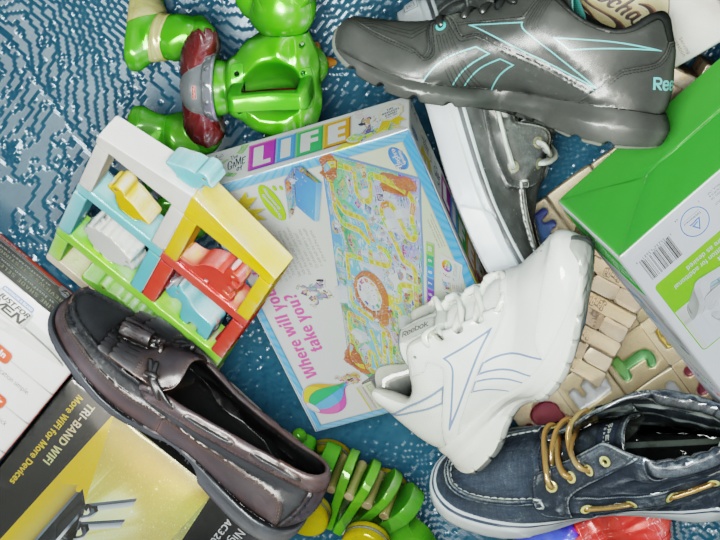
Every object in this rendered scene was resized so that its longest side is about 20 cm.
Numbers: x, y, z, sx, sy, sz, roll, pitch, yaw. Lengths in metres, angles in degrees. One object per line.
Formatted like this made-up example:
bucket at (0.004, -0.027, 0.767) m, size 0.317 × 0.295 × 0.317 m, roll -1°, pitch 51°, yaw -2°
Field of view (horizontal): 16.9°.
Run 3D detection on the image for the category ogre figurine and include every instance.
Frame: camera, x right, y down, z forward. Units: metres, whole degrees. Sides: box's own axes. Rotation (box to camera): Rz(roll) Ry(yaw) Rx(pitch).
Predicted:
ogre figurine at (-0.079, -0.109, 1.442) m, size 0.119 × 0.098 × 0.202 m, roll 2°, pitch 92°, yaw 15°

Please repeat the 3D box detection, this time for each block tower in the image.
block tower at (0.166, -0.034, 1.457) m, size 0.054 × 0.058 × 0.201 m, roll 27°, pitch 101°, yaw -2°

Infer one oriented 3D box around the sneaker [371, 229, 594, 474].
sneaker at (0.071, 0.043, 1.401) m, size 0.087 × 0.075 × 0.200 m, roll 26°, pitch 134°, yaw -9°

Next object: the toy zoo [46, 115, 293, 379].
toy zoo at (-0.113, -0.014, 1.426) m, size 0.131 × 0.200 × 0.020 m, roll 39°, pitch 60°, yaw 1°

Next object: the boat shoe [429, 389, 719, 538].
boat shoe at (0.133, 0.110, 1.457) m, size 0.199 × 0.091 × 0.071 m, roll -4°, pitch 61°, yaw 12°

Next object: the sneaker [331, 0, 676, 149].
sneaker at (0.083, -0.125, 1.371) m, size 0.199 × 0.075 × 0.080 m, roll 13°, pitch 103°, yaw 9°

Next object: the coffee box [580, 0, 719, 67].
coffee box at (0.123, -0.203, 1.412) m, size 0.113 × 0.080 × 0.201 m, roll -28°, pitch 100°, yaw 12°

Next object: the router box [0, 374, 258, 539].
router box at (-0.176, 0.182, 1.538) m, size 0.157 × 0.052 × 0.200 m, roll 38°, pitch 103°, yaw -5°

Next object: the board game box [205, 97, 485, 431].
board game box at (0.000, 0.000, 1.444) m, size 0.134 × 0.034 × 0.201 m, roll -15°, pitch 127°, yaw 13°

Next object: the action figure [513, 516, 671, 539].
action figure at (0.124, 0.176, 1.518) m, size 0.199 × 0.052 × 0.066 m, roll -29°, pitch 105°, yaw 5°

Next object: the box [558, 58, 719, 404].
box at (0.250, -0.030, 1.393) m, size 0.200 × 0.097 × 0.177 m, roll -42°, pitch 120°, yaw 1°

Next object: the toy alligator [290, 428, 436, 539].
toy alligator at (-0.029, 0.124, 1.501) m, size 0.199 × 0.059 × 0.054 m, roll 28°, pitch 133°, yaw -3°

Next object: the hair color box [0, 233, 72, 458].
hair color box at (-0.264, 0.079, 1.515) m, size 0.111 × 0.064 × 0.200 m, roll 40°, pitch 104°, yaw -6°

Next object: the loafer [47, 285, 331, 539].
loafer at (-0.097, 0.075, 1.449) m, size 0.200 × 0.072 × 0.063 m, roll 43°, pitch 129°, yaw 1°

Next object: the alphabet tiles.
alphabet tiles at (0.163, 0.020, 1.500) m, size 0.199 × 0.006 × 0.167 m, roll -35°, pitch 99°, yaw 11°

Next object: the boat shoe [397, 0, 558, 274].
boat shoe at (0.083, -0.074, 1.439) m, size 0.070 × 0.072 × 0.201 m, roll -19°, pitch 90°, yaw 6°
